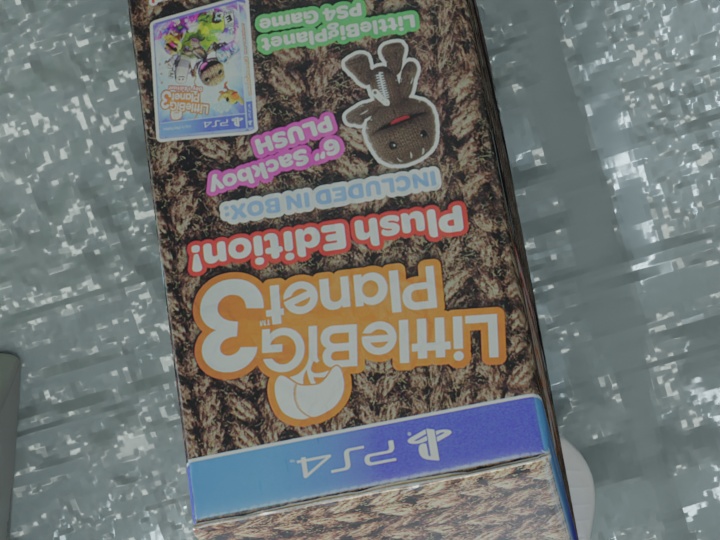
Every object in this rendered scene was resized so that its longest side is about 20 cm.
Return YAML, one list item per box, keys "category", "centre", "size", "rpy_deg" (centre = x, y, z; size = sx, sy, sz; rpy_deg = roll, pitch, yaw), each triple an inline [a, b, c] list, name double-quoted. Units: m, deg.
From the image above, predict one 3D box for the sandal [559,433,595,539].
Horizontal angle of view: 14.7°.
- category: "sandal"
  centre: [0.020, 0.119, 0.963]
  size: [0.079, 0.059, 0.207]
  rpy_deg: [10, 127, -11]

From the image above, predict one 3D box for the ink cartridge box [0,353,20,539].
- category: "ink cartridge box"
  centre: [-0.197, 0.116, 0.890]
  size: [0.146, 0.200, 0.145]
  rpy_deg: [7, 106, 0]

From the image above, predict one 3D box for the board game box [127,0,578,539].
- category: "board game box"
  centre: [0.000, 0.000, 0.828]
  size: [0.096, 0.160, 0.201]
  rpy_deg: [-11, 66, 4]
